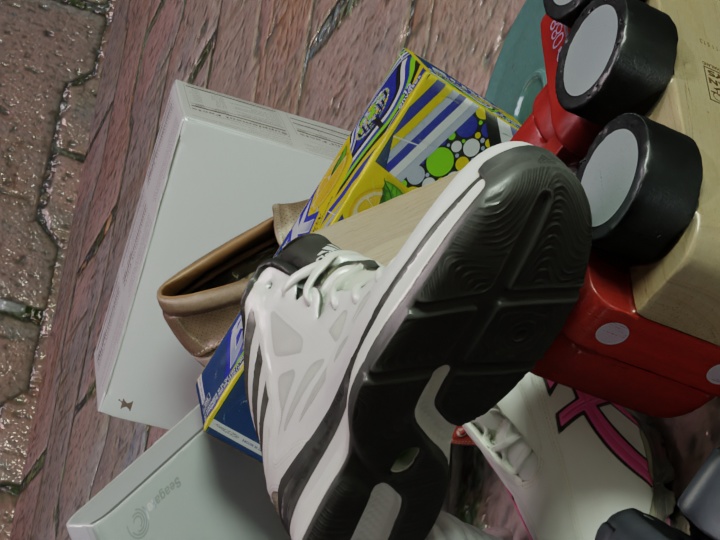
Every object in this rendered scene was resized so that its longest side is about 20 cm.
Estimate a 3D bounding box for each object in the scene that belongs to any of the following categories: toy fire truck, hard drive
[{"bbox_3d":[0.071,-0.017,0.706,0.200,0.128,0.177,-52,28,40],"label":"toy fire truck"},{"bbox_3d":[-0.065,0.179,0.926,0.026,0.202,0.132,-6,22,36],"label":"hard drive"}]

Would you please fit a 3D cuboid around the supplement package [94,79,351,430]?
[{"bbox_3d":[-0.074,0.002,1.205,0.111,0.154,0.202,-116,43,-70],"label":"supplement package"}]

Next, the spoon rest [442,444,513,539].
[{"bbox_3d":[0.016,0.105,0.936,0.200,0.098,0.061,-128,32,-55],"label":"spoon rest"}]

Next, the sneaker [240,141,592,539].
[{"bbox_3d":[0.001,0.010,0.652,0.116,0.075,0.201,60,138,35],"label":"sneaker"}]

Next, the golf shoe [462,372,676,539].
[{"bbox_3d":[0.067,0.059,0.758,0.201,0.091,0.073,-104,32,-43],"label":"golf shoe"}]

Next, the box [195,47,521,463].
[{"bbox_3d":[0.000,0.000,0.881,0.201,0.070,0.064,-58,16,9],"label":"box"}]

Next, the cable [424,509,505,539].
[{"bbox_3d":[-0.001,0.187,0.707,0.201,0.069,0.200,-60,20,-6],"label":"cable"}]

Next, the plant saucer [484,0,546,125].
[{"bbox_3d":[0.096,-0.073,0.893,0.200,0.036,0.202,-166,90,-75],"label":"plant saucer"}]

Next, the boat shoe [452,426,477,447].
[{"bbox_3d":[0.044,0.031,0.934,0.071,0.062,0.200,-54,20,11],"label":"boat shoe"}]

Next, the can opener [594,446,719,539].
[{"bbox_3d":[0.126,0.113,0.563,0.200,0.063,0.079,-129,55,-72],"label":"can opener"}]

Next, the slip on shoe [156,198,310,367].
[{"bbox_3d":[-0.028,-0.014,1.062,0.199,0.061,0.076,-30,34,18],"label":"slip on shoe"}]
